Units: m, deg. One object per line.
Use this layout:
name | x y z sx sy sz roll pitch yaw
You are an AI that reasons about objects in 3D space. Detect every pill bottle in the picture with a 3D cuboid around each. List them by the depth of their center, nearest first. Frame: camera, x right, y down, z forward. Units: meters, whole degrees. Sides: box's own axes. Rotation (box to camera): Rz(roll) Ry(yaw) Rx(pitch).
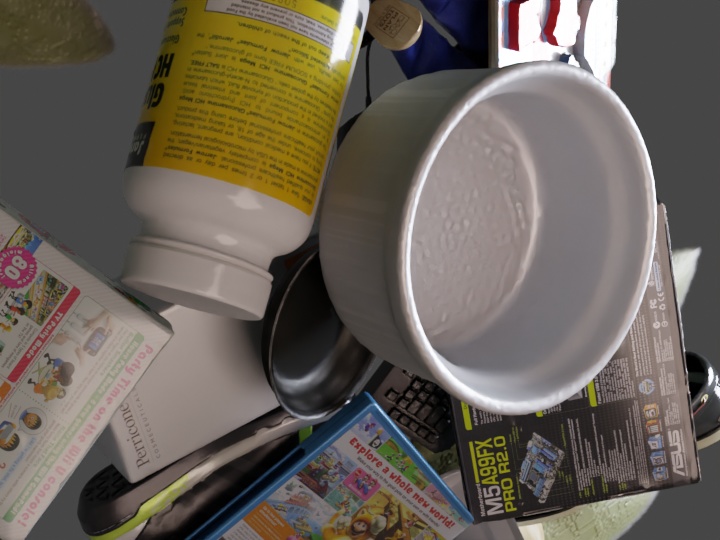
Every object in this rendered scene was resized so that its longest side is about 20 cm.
pill bottle | -0.071 -0.079 0.933 0.112 0.112 0.201 21 79 -35

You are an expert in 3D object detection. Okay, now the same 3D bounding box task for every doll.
doll | 0.074 -0.124 1.055 0.137 0.048 0.200 -57 141 -3

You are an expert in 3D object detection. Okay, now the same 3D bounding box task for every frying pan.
frying pan | -0.009 -0.003 0.979 0.115 0.031 0.191 23 85 -56

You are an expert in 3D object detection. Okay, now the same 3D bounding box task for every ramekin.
ramekin | 0.071 -0.024 0.951 0.200 0.098 0.201 -9 104 -38

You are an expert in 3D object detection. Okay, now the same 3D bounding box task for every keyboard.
keyboard | 0.067 0.018 1.104 0.127 0.021 0.200 35 100 -10

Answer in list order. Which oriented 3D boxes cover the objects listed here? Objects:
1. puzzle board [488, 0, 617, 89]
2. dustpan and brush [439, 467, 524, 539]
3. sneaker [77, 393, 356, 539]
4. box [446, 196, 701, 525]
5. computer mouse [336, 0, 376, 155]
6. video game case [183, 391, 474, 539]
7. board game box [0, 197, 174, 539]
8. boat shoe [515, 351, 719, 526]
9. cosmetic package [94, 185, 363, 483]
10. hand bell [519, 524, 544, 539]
puzzle board | 0.127 -0.174 1.041 0.151 0.017 0.201 -34 131 -45
dustpan and brush | 0.024 0.238 1.152 0.200 0.140 0.057 -33 153 17
sneaker | -0.088 0.136 1.056 0.199 0.072 0.083 -27 111 -8
box | 0.133 0.058 1.087 0.159 0.044 0.201 -11 105 1
computer mouse | 0.012 -0.112 1.048 0.058 0.034 0.201 -14 114 -25
video game case | -0.037 0.183 1.044 0.200 0.018 0.143 -39 129 -1
board game box | -0.225 0.032 0.894 0.200 0.064 0.148 37 87 -9
boat shoe | 0.168 0.119 1.174 0.201 0.074 0.063 -27 134 12
cosmetic package | -0.083 0.035 1.021 0.199 0.071 0.102 -27 120 -20
hand bell | 0.145 0.248 1.159 0.104 0.200 0.105 -11 113 -28
